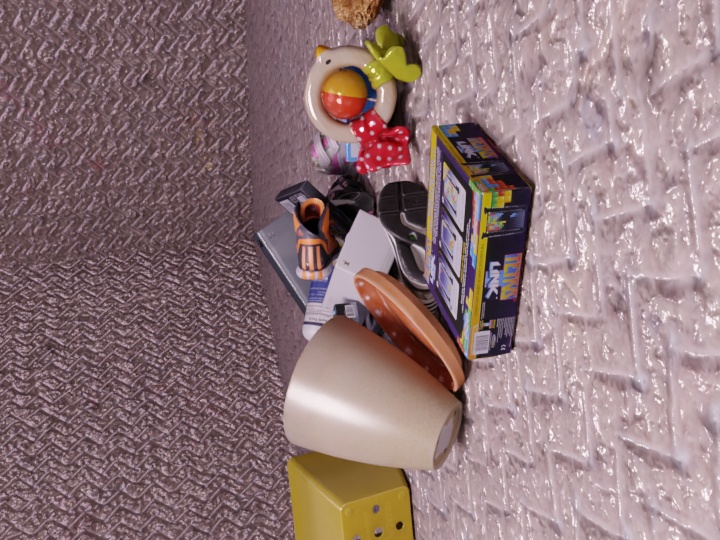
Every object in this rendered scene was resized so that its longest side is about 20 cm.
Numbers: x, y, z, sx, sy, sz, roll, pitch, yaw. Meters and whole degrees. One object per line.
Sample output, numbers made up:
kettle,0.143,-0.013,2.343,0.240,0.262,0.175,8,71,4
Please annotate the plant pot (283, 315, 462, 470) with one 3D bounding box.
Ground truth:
plant pot,0.029,0.184,1.071,0.187,0.197,0.190,-46,-33,-42

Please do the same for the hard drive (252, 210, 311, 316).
hard drive,-0.101,-0.018,1.540,0.033,0.139,0.202,-25,100,51

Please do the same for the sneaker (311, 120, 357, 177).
sneaker,-0.043,-0.226,1.448,0.201,0.087,0.083,108,152,-63

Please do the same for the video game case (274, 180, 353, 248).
video game case,-0.061,-0.087,1.448,0.180,0.026,0.200,41,168,-14

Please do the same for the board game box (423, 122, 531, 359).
board game box,0.121,-0.035,0.872,0.166,0.056,0.203,-111,18,-55

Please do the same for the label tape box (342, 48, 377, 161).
label tape box,0.006,-0.264,1.239,0.201,0.065,0.146,-86,-6,-67

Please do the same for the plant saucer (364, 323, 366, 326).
plant saucer,-0.005,0.154,1.585,0.200,0.050,0.204,173,90,-79

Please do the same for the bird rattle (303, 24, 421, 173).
bird rattle,0.002,-0.234,1.105,0.113,0.160,0.203,-82,2,-60

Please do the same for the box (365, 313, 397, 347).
box,0.055,0.151,1.325,0.156,0.040,0.203,114,148,-68

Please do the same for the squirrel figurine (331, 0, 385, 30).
squirrel figurine,-0.003,-0.443,1.113,0.186,0.140,0.203,9,121,67

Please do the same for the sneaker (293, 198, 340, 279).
sneaker,-0.070,-0.069,1.323,0.200,0.076,0.114,-100,9,-70

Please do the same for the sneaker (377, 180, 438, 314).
sneaker,0.065,-0.023,1.092,0.116,0.074,0.203,88,173,-48

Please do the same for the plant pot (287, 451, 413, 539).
plant pot,-0.005,0.440,1.451,0.176,0.197,0.204,-166,69,-65

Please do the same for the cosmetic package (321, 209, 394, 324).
cosmetic package,0.000,0.000,1.300,0.200,0.084,0.109,116,178,-69

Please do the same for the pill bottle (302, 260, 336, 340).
pill bottle,-0.045,0.077,1.455,0.111,0.109,0.204,149,132,-77

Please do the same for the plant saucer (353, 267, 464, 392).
plant saucer,0.067,0.074,1.051,0.201,0.032,0.201,48,169,12

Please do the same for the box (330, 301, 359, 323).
box,-0.017,0.172,1.275,0.138,0.039,0.203,105,157,-60

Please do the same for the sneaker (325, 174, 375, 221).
sneaker,-0.027,-0.137,1.467,0.199,0.079,0.088,4,74,66
